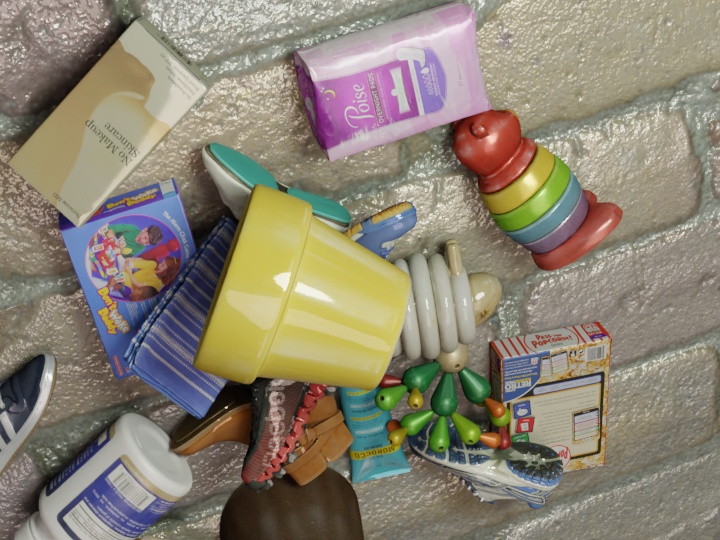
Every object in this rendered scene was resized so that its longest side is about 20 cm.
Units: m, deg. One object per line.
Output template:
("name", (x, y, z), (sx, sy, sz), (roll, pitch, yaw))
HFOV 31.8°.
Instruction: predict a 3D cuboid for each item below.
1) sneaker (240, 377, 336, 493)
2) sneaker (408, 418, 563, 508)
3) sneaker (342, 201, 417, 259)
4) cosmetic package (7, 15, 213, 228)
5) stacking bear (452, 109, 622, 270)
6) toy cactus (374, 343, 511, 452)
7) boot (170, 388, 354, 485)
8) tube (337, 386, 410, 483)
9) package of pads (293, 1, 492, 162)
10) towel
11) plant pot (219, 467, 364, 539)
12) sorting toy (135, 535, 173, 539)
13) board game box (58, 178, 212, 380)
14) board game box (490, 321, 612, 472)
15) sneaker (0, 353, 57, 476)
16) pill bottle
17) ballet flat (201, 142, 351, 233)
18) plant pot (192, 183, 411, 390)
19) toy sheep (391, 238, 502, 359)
("sneaker", (-0.098, 0.157, 1.455), (0.097, 0.071, 0.201), (27, 101, -9))
("sneaker", (0.153, 0.257, 1.611), (0.199, 0.077, 0.086), (16, 127, 13))
("sneaker", (0.000, 0.000, 1.421), (0.200, 0.075, 0.088), (-37, 84, 31))
("cosmetic package", (-0.255, -0.153, 1.299), (0.105, 0.071, 0.200), (41, 100, -11))
("stacking bear", (0.185, -0.105, 1.449), (0.114, 0.121, 0.200), (-44, 110, 1))
("toy cactus", (0.105, 0.141, 1.553), (0.199, 0.102, 0.166), (11, 80, -19))
("boot", (-0.115, 0.203, 1.531), (0.199, 0.074, 0.155), (-33, 114, -2))
("tube", (0.009, 0.187, 1.586), (0.077, 0.051, 0.201), (-9, 125, 6))
("package of pads", (0.036, -0.207, 1.367), (0.199, 0.076, 0.121), (-18, 118, -6))
("towel", (-0.165, 0.056, 1.419), (0.201, 0.024, 0.145), (-56, 134, -12))
("plant pot", (-0.069, 0.372, 1.567), (0.186, 0.200, 0.188), (-6, 118, -12))
("sorting toy", (-0.283, 0.393, 1.565), (0.185, 0.037, 0.200), (-43, 154, 8))
("board game box", (-0.242, 0.012, 1.418), (0.134, 0.045, 0.201), (-17, 120, -7))
("board game box", (0.245, 0.175, 1.642), (0.150, 0.046, 0.201), (-9, 119, -12))
("sneaker", (-0.430, 0.163, 1.429), (0.108, 0.070, 0.200), (27, 110, -28))
("pill bottle", (-0.307, 0.275, 1.494), (0.200, 0.120, 0.120), (-42, 120, 8))
("ballet flat", (-0.102, -0.072, 1.407), (0.199, 0.070, 0.070), (25, 108, -29))
("plant pot", (-0.055, 0.035, 1.315), (0.188, 0.201, 0.202), (20, 111, -7))
("toy sheep", (0.068, 0.039, 1.478), (0.199, 0.138, 0.139), (-10, 120, 5))
